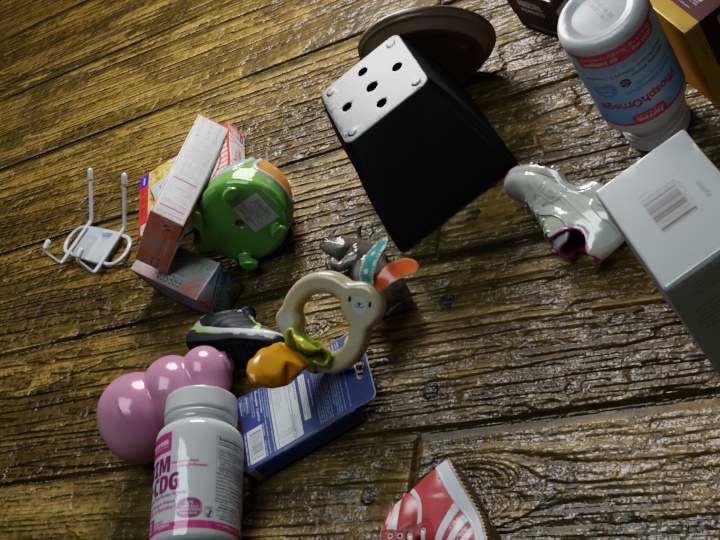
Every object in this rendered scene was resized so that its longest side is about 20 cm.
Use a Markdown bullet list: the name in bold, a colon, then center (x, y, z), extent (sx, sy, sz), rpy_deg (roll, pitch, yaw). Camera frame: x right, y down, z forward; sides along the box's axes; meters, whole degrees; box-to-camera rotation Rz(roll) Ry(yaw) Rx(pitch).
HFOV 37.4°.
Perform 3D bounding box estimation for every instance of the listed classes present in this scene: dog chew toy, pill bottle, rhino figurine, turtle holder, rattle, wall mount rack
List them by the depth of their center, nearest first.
- **pill bottle**: center (0.314, -0.233, 1.239), extent (0.107, 0.200, 0.110), rpy_deg (-22, 45, 24)
- **rattle**: center (-0.037, 0.047, 1.273), extent (0.199, 0.142, 0.132), rpy_deg (-33, 66, 29)
- **pill bottle**: center (-0.202, 0.255, 1.323), extent (0.112, 0.113, 0.203), rpy_deg (-21, 52, 25)
- **rhino figurine**: center (0.000, 0.000, 1.413), extent (0.086, 0.061, 0.201), rpy_deg (-19, 39, -13)
- **dog chew toy**: center (-0.260, 0.175, 1.454), extent (0.198, 0.125, 0.125), rpy_deg (-33, 41, 2)
- **turtle holder**: center (-0.173, -0.084, 1.594), extent (0.133, 0.139, 0.187), rpy_deg (-75, 8, -50)
- **wall mount rack**: center (-0.467, -0.084, 1.863), extent (0.198, 0.075, 0.176), rpy_deg (11, 65, 43)

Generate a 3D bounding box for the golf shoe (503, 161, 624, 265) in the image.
- **golf shoe**: center (0.235, -0.070, 1.271), extent (0.199, 0.075, 0.092), rpy_deg (24, 77, 49)

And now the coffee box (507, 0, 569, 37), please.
- **coffee box**: center (0.310, -0.433, 1.497), extent (0.201, 0.080, 0.114), rpy_deg (-50, 41, -5)

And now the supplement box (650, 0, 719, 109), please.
- **supplement box**: center (0.439, -0.345, 1.278), extent (0.199, 0.133, 0.198), rpy_deg (-38, 41, 8)

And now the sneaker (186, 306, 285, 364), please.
- **sneaker**: center (-0.163, 0.080, 1.479), extent (0.197, 0.072, 0.083), rpy_deg (3, 50, 36)

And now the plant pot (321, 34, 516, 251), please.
- **plant pot**: center (0.060, -0.191, 1.436), extent (0.198, 0.178, 0.201), rpy_deg (-36, 40, 9)

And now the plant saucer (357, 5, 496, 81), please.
- **plant saucer**: center (0.094, -0.307, 1.496), extent (0.197, 0.199, 0.030), rpy_deg (-15, 69, 30)

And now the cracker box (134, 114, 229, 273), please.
- **cracker box**: center (-0.268, -0.115, 1.601), extent (0.134, 0.057, 0.202), rpy_deg (125, 168, -54)

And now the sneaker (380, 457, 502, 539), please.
- **sneaker**: center (0.090, 0.295, 1.095), extent (0.112, 0.071, 0.201), rpy_deg (-36, 34, 5)

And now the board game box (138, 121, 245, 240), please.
- **board game box**: center (-0.280, -0.139, 1.774), extent (0.198, 0.046, 0.153), rpy_deg (-29, 43, 18)

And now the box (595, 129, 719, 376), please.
- **box**: center (0.339, -0.006, 1.033), extent (0.106, 0.200, 0.153), rpy_deg (-36, 41, 11)

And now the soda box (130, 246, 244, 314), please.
- **soda box**: center (-0.268, 0.010, 1.630), extent (0.198, 0.064, 0.069), rpy_deg (19, 71, 46)

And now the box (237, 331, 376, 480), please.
- **box**: center (-0.065, 0.169, 1.355), extent (0.198, 0.032, 0.122), rpy_deg (-32, 42, 16)
